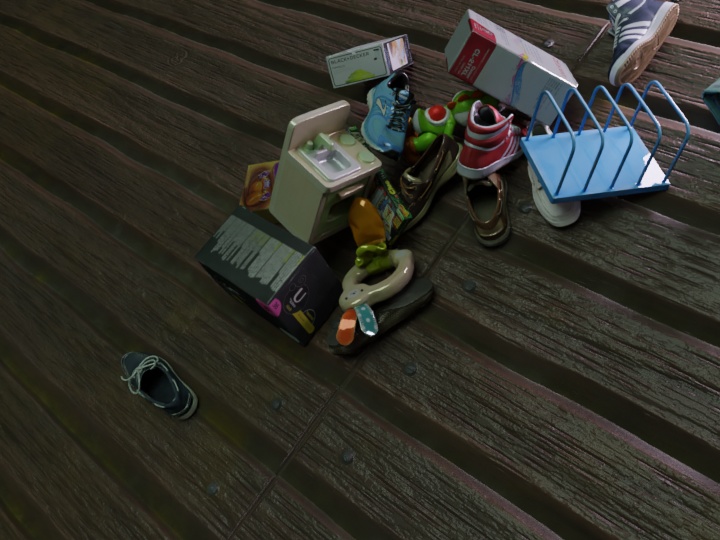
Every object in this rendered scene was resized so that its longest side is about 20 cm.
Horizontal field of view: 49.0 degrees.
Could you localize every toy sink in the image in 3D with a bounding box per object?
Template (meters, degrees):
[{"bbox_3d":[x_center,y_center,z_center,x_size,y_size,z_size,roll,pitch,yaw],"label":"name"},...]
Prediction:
[{"bbox_3d":[-0.053,-0.157,1.302,0.130,0.200,0.112,-29,63,-38],"label":"toy sink"}]

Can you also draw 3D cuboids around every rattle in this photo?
[{"bbox_3d":[0.000,0.000,1.260,0.130,0.143,0.200,15,44,30],"label":"rattle"}]

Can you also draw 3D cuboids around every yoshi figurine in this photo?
[{"bbox_3d":[0.169,-0.263,1.425,0.200,0.113,0.112,-23,11,28],"label":"yoshi figurine"}]

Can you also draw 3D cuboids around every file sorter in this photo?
[{"bbox_3d":[0.372,-0.203,1.207,0.199,0.123,0.139,-8,52,-12],"label":"file sorter"}]

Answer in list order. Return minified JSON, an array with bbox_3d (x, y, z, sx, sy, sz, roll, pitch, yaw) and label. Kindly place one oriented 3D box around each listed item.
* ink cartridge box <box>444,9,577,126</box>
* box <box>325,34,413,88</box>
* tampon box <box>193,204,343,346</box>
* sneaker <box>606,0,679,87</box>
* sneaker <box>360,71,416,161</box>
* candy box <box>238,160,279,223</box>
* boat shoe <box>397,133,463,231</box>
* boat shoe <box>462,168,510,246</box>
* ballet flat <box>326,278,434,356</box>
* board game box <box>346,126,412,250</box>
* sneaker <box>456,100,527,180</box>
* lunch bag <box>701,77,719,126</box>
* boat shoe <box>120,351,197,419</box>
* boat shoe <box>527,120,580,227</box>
[{"bbox_3d":[0.249,-0.341,1.327,0.083,0.199,0.146,-59,12,28],"label":"ink cartridge box"},{"bbox_3d":[0.021,-0.404,1.518,0.116,0.060,0.200,-9,17,19],"label":"box"},{"bbox_3d":[-0.152,0.008,1.347,0.200,0.150,0.126,30,74,36],"label":"tampon box"},{"bbox_3d":[0.457,-0.402,1.374,0.108,0.070,0.200,29,68,31],"label":"sneaker"},{"bbox_3d":[0.054,-0.279,1.388,0.090,0.078,0.201,-44,35,42],"label":"sneaker"},{"bbox_3d":[-0.127,-0.154,1.501,0.199,0.057,0.117,-5,57,21],"label":"candy box"},{"bbox_3d":[0.095,-0.151,1.361,0.200,0.072,0.072,-48,44,12],"label":"boat shoe"},{"bbox_3d":[0.208,-0.137,1.320,0.075,0.072,0.201,-19,54,13],"label":"boat shoe"},{"bbox_3d":[0.037,0.080,1.286,0.200,0.046,0.067,-34,30,-5],"label":"ballet flat"},{"bbox_3d":[0.014,-0.139,1.365,0.023,0.105,0.200,-18,66,-30],"label":"board game box"},{"bbox_3d":[0.231,-0.236,1.305,0.071,0.113,0.200,26,42,24],"label":"sneaker"},{"bbox_3d":[0.634,-0.250,1.164,0.170,0.122,0.200,-37,57,0],"label":"lunch bag"},{"bbox_3d":[-0.366,0.193,1.386,0.200,0.062,0.075,35,80,38],"label":"boat shoe"},{"bbox_3d":[0.306,-0.163,1.292,0.071,0.069,0.201,-19,53,13],"label":"boat shoe"}]
